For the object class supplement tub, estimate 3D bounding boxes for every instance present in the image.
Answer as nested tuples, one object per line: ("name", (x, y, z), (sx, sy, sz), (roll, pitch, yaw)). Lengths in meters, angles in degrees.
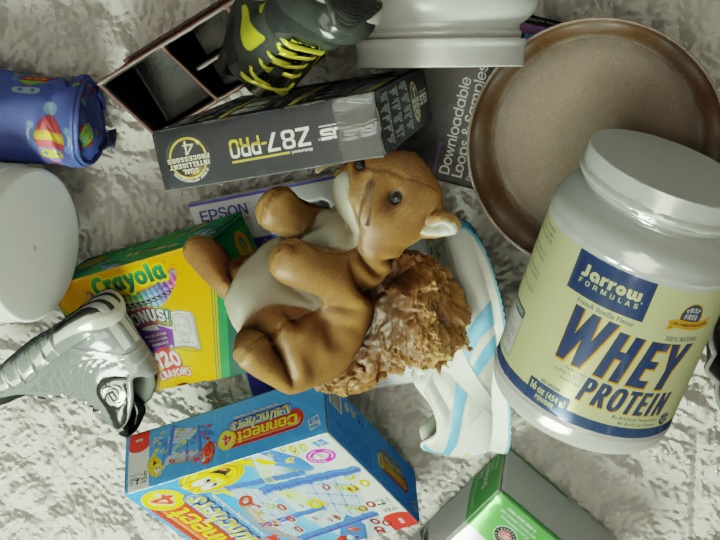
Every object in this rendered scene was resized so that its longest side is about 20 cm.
("supplement tub", (0.056, -0.246, 0.879), (0.143, 0.145, 0.204), (1, 98, 10))
("supplement tub", (-0.356, -0.030, 1.056), (0.197, 0.132, 0.134), (5, 114, 23))
("supplement tub", (0.191, 0.015, 0.910), (0.143, 0.145, 0.203), (18, 116, 3))

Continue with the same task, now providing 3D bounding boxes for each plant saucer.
("plant saucer", (0.181, -0.097, 0.960), (0.196, 0.032, 0.204), (4, 113, 9))

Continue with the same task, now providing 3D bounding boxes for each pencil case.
("pencil case", (-0.308, -0.136, 1.050), (0.196, 0.088, 0.079), (7, 137, 9))

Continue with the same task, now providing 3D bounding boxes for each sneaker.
("sneaker", (-0.248, 0.106, 1.080), (0.199, 0.075, 0.116), (-30, 101, 38))
("sneaker", (0.079, 0.060, 1.020), (0.079, 0.077, 0.204), (-5, 105, 0))
("sneaker", (-0.045, -0.156, 0.845), (0.073, 0.200, 0.086), (18, 95, -22))

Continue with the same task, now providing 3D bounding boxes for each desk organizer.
("desk organizer", (-0.107, -0.176, 0.995), (0.198, 0.077, 0.072), (-27, 105, 20))

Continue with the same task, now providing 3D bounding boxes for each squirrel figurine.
("squirrel figurine", (0.000, 0.000, 0.942), (0.187, 0.142, 0.199), (-44, 128, 10))

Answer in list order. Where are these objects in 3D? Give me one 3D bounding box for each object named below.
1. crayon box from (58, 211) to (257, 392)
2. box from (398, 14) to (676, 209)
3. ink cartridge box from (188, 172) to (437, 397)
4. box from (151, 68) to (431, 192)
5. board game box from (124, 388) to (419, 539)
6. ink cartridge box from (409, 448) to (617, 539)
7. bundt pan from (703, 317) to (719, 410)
("crayon box", (-0.162, 0.034, 1.072), (0.198, 0.058, 0.120), (-14, 108, 36))
("box", (0.136, -0.127, 0.993), (0.197, 0.036, 0.145), (15, 114, 6))
("ink cartridge box", (-0.028, 0.011, 1.077), (0.194, 0.047, 0.203), (-9, 109, 16))
("box", (-0.042, -0.108, 0.908), (0.158, 0.200, 0.050), (-10, 102, 14))
("board game box", (-0.074, 0.186, 1.096), (0.193, 0.057, 0.200), (-19, 141, 17))
("ink cartridge box", (0.118, 0.285, 1.139), (0.145, 0.084, 0.200), (40, 114, -7))
("bundt pan", (0.369, 0.046, 0.991), (0.198, 0.076, 0.205), (2, 114, 5))
